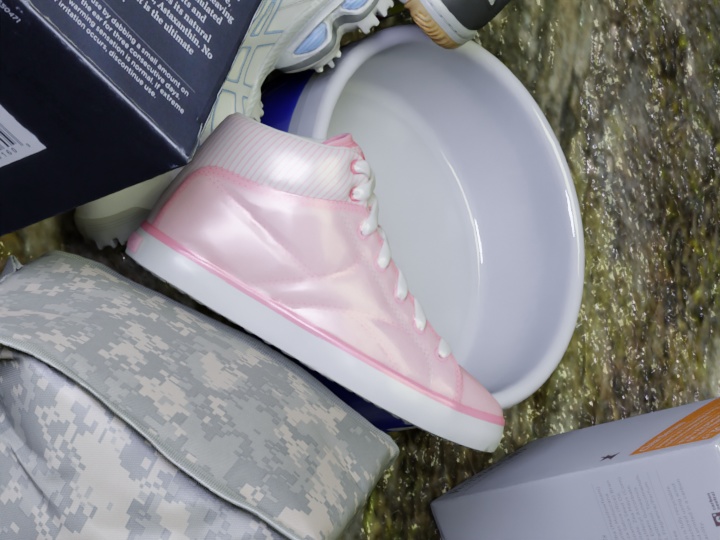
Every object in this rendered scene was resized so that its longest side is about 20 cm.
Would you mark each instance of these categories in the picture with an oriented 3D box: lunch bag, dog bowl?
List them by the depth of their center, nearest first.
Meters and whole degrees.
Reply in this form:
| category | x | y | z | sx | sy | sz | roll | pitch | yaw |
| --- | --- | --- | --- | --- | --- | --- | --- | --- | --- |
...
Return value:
| category | x | y | z | sx | sy | sz | roll | pitch | yaw |
| --- | --- | --- | --- | --- | --- | --- | --- | --- | --- |
| lunch bag | -0.104 | 0.080 | 1.209 | 0.200 | 0.118 | 0.164 | 37 | 19 | 2 |
| dog bowl | 0.022 | -0.020 | 1.419 | 0.199 | 0.079 | 0.201 | 15 | 68 | -41 |

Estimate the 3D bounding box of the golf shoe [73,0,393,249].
| category | x | y | z | sx | sy | sz | roll | pitch | yaw |
| --- | --- | --- | --- | --- | --- | --- | --- | --- | --- |
| golf shoe | -0.081 | -0.103 | 1.321 | 0.200 | 0.078 | 0.097 | -49 | 119 | -15 |

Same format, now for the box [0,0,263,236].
| category | x | y | z | sx | sy | sz | roll | pitch | yaw |
| --- | --- | --- | --- | --- | --- | --- | --- | --- | --- |
| box | -0.142 | -0.132 | 1.212 | 0.123 | 0.199 | 0.199 | 44 | 50 | -27 |

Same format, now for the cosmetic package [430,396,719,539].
| category | x | y | z | sx | sy | sz | roll | pitch | yaw |
| --- | --- | --- | --- | --- | --- | --- | --- | --- | --- |
| cosmetic package | 0.146 | 0.119 | 1.425 | 0.101 | 0.199 | 0.072 | -27 | 97 | -46 |

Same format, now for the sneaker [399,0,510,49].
| category | x | y | z | sx | sy | sz | roll | pitch | yaw |
| --- | --- | --- | --- | --- | --- | --- | --- | --- | --- |
| sneaker | 0.071 | -0.177 | 1.407 | 0.076 | 0.087 | 0.200 | 54 | 26 | -7 |

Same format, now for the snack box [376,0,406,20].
| category | x | y | z | sx | sy | sz | roll | pitch | yaw |
| --- | --- | --- | --- | --- | --- | --- | --- | --- | --- |
| snack box | 0.003 | -0.244 | 1.497 | 0.142 | 0.053 | 0.201 | -31 | 101 | -47 |

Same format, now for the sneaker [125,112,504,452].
| category | x | y | z | sx | sy | sz | roll | pitch | yaw |
| --- | --- | --- | --- | --- | --- | --- | --- | --- | --- |
| sneaker | 0.000 | 0.000 | 1.278 | 0.200 | 0.075 | 0.105 | 32 | 87 | -9 |
